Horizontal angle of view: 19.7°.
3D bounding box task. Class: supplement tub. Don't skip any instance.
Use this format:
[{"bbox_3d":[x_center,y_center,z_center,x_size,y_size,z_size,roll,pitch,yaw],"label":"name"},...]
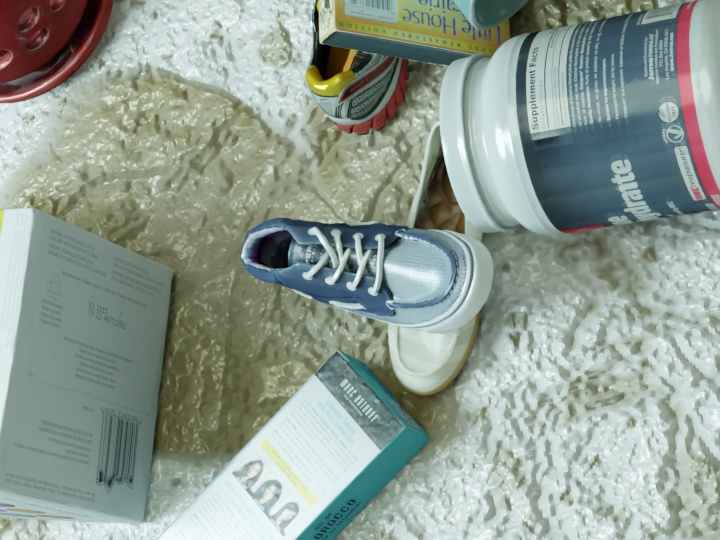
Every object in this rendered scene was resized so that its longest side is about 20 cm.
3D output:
[{"bbox_3d":[0.168,-0.100,1.394,0.200,0.140,0.140,-9,72,23],"label":"supplement tub"}]

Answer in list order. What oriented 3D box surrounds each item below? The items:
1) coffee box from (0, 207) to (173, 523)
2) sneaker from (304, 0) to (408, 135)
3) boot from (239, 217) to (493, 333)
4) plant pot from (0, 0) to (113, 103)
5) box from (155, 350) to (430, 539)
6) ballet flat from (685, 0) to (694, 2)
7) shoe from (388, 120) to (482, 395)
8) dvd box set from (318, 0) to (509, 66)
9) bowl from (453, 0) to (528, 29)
[{"bbox_3d":[-0.280,0.074,1.523,0.198,0.200,0.200,-1,76,26],"label":"coffee box"},{"bbox_3d":[0.011,-0.205,1.531,0.078,0.082,0.200,7,78,27],"label":"sneaker"},{"bbox_3d":[0.000,0.000,1.427,0.200,0.090,0.073,-1,78,56],"label":"boot"},{"bbox_3d":[-0.302,-0.235,1.631,0.200,0.182,0.201,-7,72,24],"label":"plant pot"},{"bbox_3d":[-0.050,0.158,1.476,0.200,0.049,0.082,-46,62,7],"label":"box"},{"bbox_3d":[0.316,-0.217,1.408,0.200,0.069,0.070,-22,67,20],"label":"ballet flat"},{"bbox_3d":[0.053,-0.012,1.473,0.070,0.053,0.200,6,78,27],"label":"shoe"},{"bbox_3d":[0.039,-0.250,1.506,0.029,0.146,0.200,-30,58,59],"label":"dvd box set"},{"bbox_3d":[0.096,-0.277,1.433,0.105,0.201,0.201,35,92,15],"label":"bowl"}]
